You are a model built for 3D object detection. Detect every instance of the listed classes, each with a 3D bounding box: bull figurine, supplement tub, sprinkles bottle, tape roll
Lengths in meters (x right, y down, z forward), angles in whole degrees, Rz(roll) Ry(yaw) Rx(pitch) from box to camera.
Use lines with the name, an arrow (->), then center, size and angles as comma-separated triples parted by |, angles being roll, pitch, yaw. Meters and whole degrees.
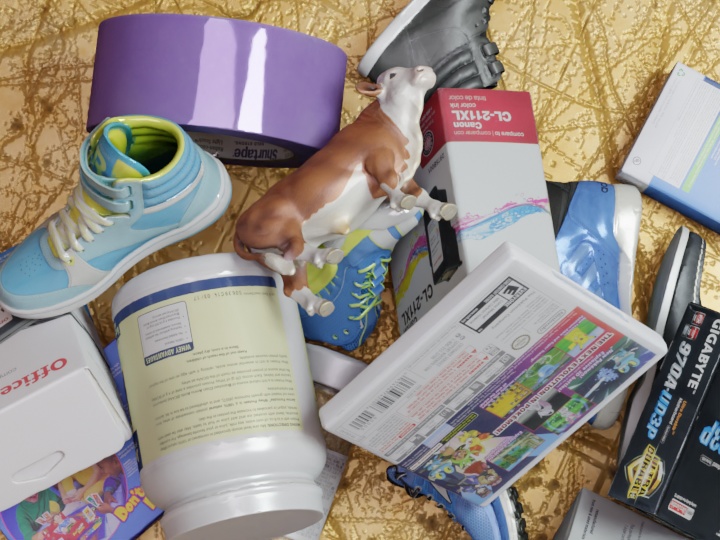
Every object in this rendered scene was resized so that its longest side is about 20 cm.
bull figurine -> -0.004, -0.061, 1.524 | 0.200, 0.065, 0.122 | -41, 47, 5
supplement tub -> -0.106, 0.101, 1.574 | 0.144, 0.145, 0.202 | -12, 73, 0
sprinkles bottle -> -0.048, 0.163, 1.654 | 0.068, 0.068, 0.201 | 20, 86, 2
tape roll -> -0.112, -0.138, 1.615 | 0.198, 0.200, 0.086 | 6, 86, 1

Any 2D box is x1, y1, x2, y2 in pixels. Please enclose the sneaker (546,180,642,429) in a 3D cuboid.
sneaker -> 0.163, 0.024, 1.657 | 0.110, 0.077, 0.202 | 6, 81, -5

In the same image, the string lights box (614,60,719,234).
string lights box -> 0.319, -0.075, 1.674 | 0.199, 0.059, 0.103 | 29, 87, 3

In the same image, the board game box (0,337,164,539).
board game box -> -0.207, 0.151, 1.669 | 0.200, 0.045, 0.135 | -39, 86, -3

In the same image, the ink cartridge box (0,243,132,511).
ink cartridge box -> -0.274, 0.081, 1.598 | 0.144, 0.200, 0.085 | -28, 127, -2

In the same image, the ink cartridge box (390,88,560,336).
ink cartridge box -> 0.085, -0.019, 1.596 | 0.082, 0.146, 0.202 | 1, 66, -21

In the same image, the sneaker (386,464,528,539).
sneaker -> 0.072, 0.167, 1.656 | 0.089, 0.079, 0.201 | -26, 77, 6

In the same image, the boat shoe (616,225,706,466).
boat shoe -> 0.256, 0.067, 1.660 | 0.060, 0.076, 0.202 | 13, 97, 3

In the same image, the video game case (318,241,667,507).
video game case -> 0.098, 0.081, 1.516 | 0.200, 0.182, 0.023 | -43, 41, 22

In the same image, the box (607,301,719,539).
box -> 0.277, 0.129, 1.594 | 0.046, 0.200, 0.160 | 21, 84, 35

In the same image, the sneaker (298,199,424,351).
sneaker -> 0.000, 0.000, 1.631 | 0.105, 0.199, 0.076 | 53, 49, -12

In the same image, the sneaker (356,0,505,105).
sneaker -> 0.097, -0.209, 1.687 | 0.099, 0.071, 0.200 | 41, 93, 2

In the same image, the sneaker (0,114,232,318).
sneaker -> -0.200, -0.048, 1.519 | 0.199, 0.131, 0.080 | -33, 65, -1

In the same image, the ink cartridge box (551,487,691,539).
ink cartridge box -> 0.227, 0.282, 1.602 | 0.199, 0.083, 0.147 | 26, 123, 2
